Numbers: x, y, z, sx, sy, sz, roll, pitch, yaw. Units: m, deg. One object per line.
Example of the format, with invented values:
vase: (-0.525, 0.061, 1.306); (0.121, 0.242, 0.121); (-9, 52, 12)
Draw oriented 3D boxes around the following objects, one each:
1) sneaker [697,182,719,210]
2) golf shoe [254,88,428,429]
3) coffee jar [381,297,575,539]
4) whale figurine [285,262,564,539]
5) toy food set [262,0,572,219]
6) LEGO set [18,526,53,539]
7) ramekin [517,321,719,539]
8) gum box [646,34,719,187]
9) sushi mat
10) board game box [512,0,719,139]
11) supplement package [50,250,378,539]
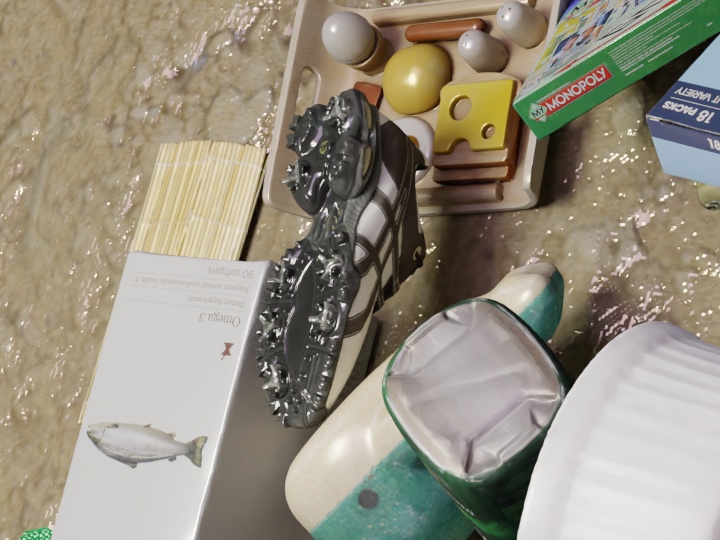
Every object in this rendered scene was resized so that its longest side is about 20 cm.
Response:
sneaker: (0.255, -0.014, 1.299); (0.199, 0.077, 0.089); (11, 89, 43)
golf shoe: (0.000, 0.000, 1.421); (0.078, 0.094, 0.201); (-9, 65, 47)
coffee jar: (0.091, 0.105, 1.288); (0.085, 0.200, 0.104); (-39, 50, -1)
whale figurine: (0.051, 0.085, 1.384); (0.200, 0.159, 0.104); (-44, 89, 10)
toy food set: (0.035, -0.110, 1.512); (0.199, 0.060, 0.144); (-2, 70, 38)
LEGO set: (-0.222, 0.266, 1.548); (0.153, 0.116, 0.201); (-19, 61, -3)
ramekin: (0.167, 0.133, 1.223); (0.097, 0.200, 0.201); (13, 80, 32)
gum box: (0.273, -0.110, 1.280); (0.169, 0.045, 0.200); (19, 54, 41)
sushi mat: (-0.120, 0.011, 1.614); (0.095, 0.012, 0.201); (6, 75, 41)
board game box: (0.182, -0.158, 1.371); (0.200, 0.029, 0.135); (-31, 17, 34)
supplement package: (-0.087, 0.102, 1.481); (0.116, 0.117, 0.201); (4, 74, 38)
